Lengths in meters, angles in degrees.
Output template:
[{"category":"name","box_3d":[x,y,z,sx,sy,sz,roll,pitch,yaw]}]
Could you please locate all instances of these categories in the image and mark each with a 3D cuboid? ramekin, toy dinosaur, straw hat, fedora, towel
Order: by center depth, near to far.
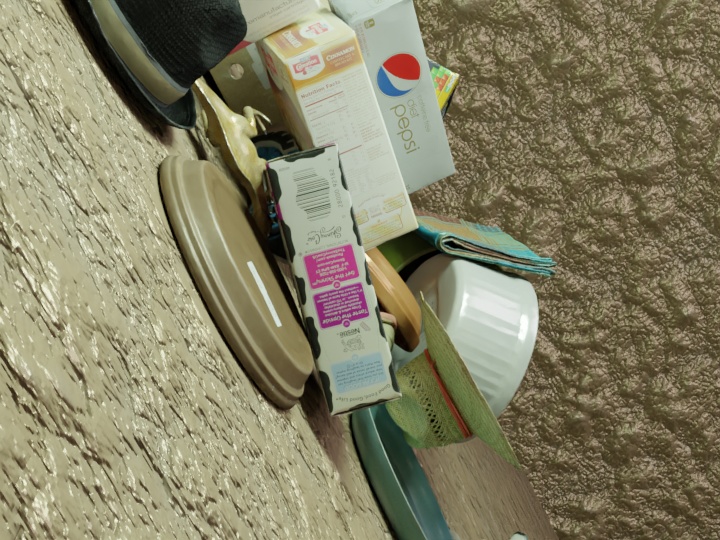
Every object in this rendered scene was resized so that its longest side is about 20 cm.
[{"category":"fedora","box_3d":[-0.143,-0.203,0.960,0.202,0.091,0.201,61,9,-17]},{"category":"toy dinosaur","box_3d":[-0.110,-0.116,1.105,0.201,0.058,0.101,62,7,-11]},{"category":"straw hat","box_3d":[0.069,0.125,1.255,0.202,0.085,0.201,61,0,0]},{"category":"ramekin","box_3d":[0.098,0.078,1.447,0.097,0.201,0.201,26,21,-21]},{"category":"towel","box_3d":[0.125,-0.039,1.507,0.200,0.146,0.022,-134,-121,-70]}]

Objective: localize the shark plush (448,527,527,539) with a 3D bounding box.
[{"category":"shark plush","box_3d":[0.134,0.331,1.307,0.200,0.090,0.084,-115,-153,-69]}]

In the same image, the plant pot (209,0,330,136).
[{"category":"plant pot","box_3d":[-0.078,-0.246,1.388,0.201,0.199,0.177,62,14,-13]}]

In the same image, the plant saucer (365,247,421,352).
[{"category":"plant saucer","box_3d":[0.000,0.000,1.386,0.200,0.037,0.200,49,-7,7]}]

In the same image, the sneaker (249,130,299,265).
[{"category":"sneaker","box_3d":[-0.061,-0.052,1.213,0.200,0.074,0.087,-108,175,-57]}]

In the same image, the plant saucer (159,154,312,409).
[{"category":"plant saucer","box_3d":[-0.084,0.004,0.945,0.201,0.029,0.200,64,6,-11]}]

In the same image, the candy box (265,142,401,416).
[{"category":"candy box","box_3d":[-0.024,0.005,1.053,0.136,0.061,0.202,-148,-138,-86]}]

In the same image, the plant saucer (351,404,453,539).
[{"category":"plant saucer","box_3d":[0.039,0.199,1.198,0.201,0.027,0.200,63,6,-12]}]

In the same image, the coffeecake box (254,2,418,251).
[{"category":"coffeecake box","box_3d":[-0.027,-0.139,1.237,0.154,0.073,0.201,-125,-166,-62]}]

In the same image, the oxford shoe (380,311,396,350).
[{"category":"oxford shoe","box_3d":[-0.005,0.074,1.252,0.200,0.070,0.074,44,41,-73]}]

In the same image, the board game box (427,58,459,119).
[{"category":"board game box","box_3d":[0.036,-0.127,1.487,0.056,0.201,0.165,28,-6,3]}]

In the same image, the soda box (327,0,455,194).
[{"category":"soda box","box_3d":[0.031,-0.174,1.243,0.068,0.063,0.201,-123,-169,-51]}]

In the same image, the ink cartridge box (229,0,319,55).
[{"category":"ink cartridge box","box_3d":[-0.138,-0.278,1.127,0.085,0.145,0.200,67,7,32]}]

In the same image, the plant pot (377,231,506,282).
[{"category":"plant pot","box_3d":[0.064,0.017,1.632,0.188,0.186,0.200,60,-5,-31]}]
